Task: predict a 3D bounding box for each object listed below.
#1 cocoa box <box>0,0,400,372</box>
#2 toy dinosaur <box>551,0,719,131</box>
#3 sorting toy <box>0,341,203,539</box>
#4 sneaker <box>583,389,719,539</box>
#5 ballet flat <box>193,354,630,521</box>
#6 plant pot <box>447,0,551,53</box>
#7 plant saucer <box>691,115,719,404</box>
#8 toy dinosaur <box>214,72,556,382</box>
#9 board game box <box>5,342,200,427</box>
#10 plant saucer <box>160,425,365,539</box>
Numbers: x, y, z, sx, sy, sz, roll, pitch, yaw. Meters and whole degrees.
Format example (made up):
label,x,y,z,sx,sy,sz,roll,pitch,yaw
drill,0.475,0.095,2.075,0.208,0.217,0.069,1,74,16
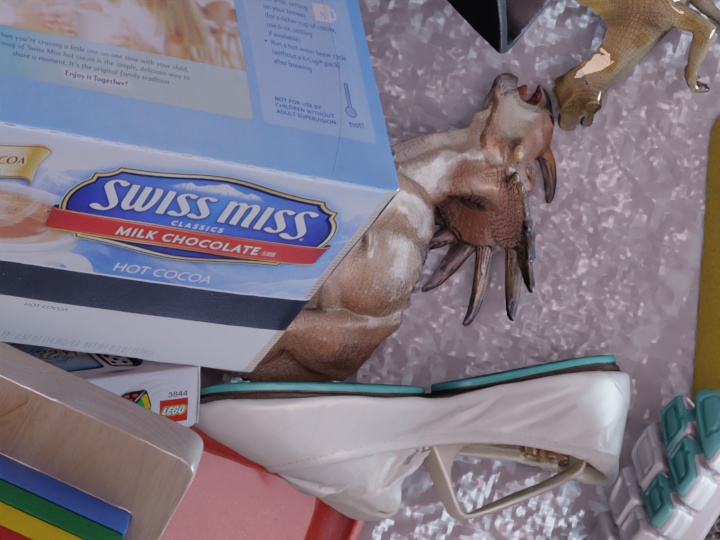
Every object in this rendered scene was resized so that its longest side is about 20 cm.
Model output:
label,x,y,z,sx,sy,sz,roll,pitch,yaw
cocoa box,-0.108,-0.059,1.116,0.200,0.131,0.134,9,52,-29
toy dinosaur,0.131,-0.145,1.239,0.101,0.058,0.200,3,110,-15
sorting toy,-0.190,0.109,1.088,0.199,0.070,0.200,25,125,-8
sneaker,0.126,0.148,1.255,0.091,0.078,0.200,28,115,-19
ballet flat,0.026,0.073,1.240,0.200,0.069,0.070,-3,94,-23
plant pot,0.047,-0.226,1.123,0.177,0.200,0.200,38,88,7
plant saucer,0.248,0.034,1.288,0.200,0.048,0.200,3,93,-5
toy dinosaur,0.000,0.000,1.251,0.200,0.086,0.135,-44,136,16
board game box,-0.176,0.025,1.192,0.200,0.126,0.035,-6,127,-17
plant saucer,-0.120,0.143,1.266,0.200,0.037,0.200,21,91,-7
